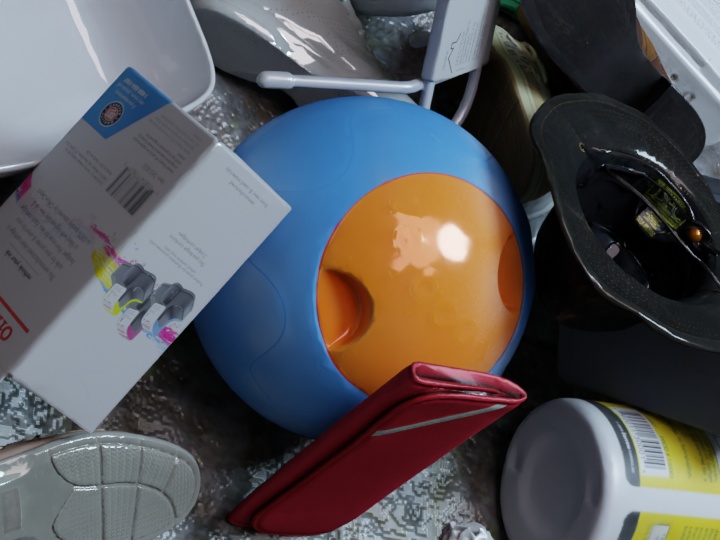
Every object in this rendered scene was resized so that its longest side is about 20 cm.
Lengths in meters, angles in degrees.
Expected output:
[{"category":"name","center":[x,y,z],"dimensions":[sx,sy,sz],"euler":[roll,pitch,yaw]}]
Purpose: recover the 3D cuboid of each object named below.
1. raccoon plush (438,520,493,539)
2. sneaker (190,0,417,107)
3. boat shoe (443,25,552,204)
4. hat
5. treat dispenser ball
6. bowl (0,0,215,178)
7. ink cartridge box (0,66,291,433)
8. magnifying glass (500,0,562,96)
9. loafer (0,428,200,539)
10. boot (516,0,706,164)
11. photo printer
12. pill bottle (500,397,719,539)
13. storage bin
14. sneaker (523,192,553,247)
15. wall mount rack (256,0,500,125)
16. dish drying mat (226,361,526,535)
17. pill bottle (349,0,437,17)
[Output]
[{"category":"raccoon plush","center":[0.023,0.253,0.980],"dimensions":[0.134,0.097,0.200],"euler":[-19,96,-36]},{"category":"sneaker","center":[-0.015,-0.139,1.138],"dimensions":[0.200,0.075,0.089],"euler":[36,53,-16]},{"category":"boat shoe","center":[0.104,-0.108,1.147],"dimensions":[0.063,0.073,0.200],"euler":[13,34,-18]},{"category":"hat","center":[0.145,-0.012,1.017],"dimensions":[0.201,0.081,0.201],"euler":[31,36,-26]},{"category":"treat dispenser ball","center":[0.000,0.000,1.009],"dimensions":[0.201,0.201,0.201],"euler":[14,64,-30]},{"category":"bowl","center":[-0.205,-0.149,1.010],"dimensions":[0.200,0.075,0.200],"euler":[-23,86,-39]},{"category":"ink cartridge box","center":[-0.147,0.002,0.928],"dimensions":[0.200,0.115,0.068],"euler":[-48,130,-2]},{"category":"magnifying glass","center":[0.146,-0.127,1.279],"dimensions":[0.200,0.022,0.080],"euler":[39,54,-13]},{"category":"loafer","center":[-0.181,0.116,0.928],"dimensions":[0.200,0.063,0.072],"euler":[-6,109,-39]},{"category":"boot","center":[0.143,-0.162,1.158],"dimensions":[0.068,0.200,0.188],"euler":[-43,108,6]},{"category":"photo printer","center":[0.228,-0.202,1.310],"dimensions":[0.166,0.069,0.200],"euler":[44,36,-14]},{"category":"pill bottle","center":[0.201,0.148,1.144],"dimensions":[0.200,0.114,0.114],"euler":[10,66,-32]},{"category":"storage bin","center":[0.224,0.038,1.125],"dimensions":[0.134,0.200,0.146],"euler":[-38,137,-44]},{"category":"sneaker","center":[0.141,-0.049,1.215],"dimensions":[0.200,0.074,0.079],"euler":[-24,115,-35]},{"category":"wall mount rack","center":[0.027,-0.171,1.049],"dimensions":[0.075,0.200,0.174],"euler":[25,29,27]},{"category":"dish drying mat","center":[0.005,0.105,0.971],"dimensions":[0.077,0.200,0.018],"euler":[9,56,-32]},{"category":"pill bottle","center":[0.016,-0.276,1.133],"dimensions":[0.113,0.113,0.200],"euler":[-47,136,-38]}]
